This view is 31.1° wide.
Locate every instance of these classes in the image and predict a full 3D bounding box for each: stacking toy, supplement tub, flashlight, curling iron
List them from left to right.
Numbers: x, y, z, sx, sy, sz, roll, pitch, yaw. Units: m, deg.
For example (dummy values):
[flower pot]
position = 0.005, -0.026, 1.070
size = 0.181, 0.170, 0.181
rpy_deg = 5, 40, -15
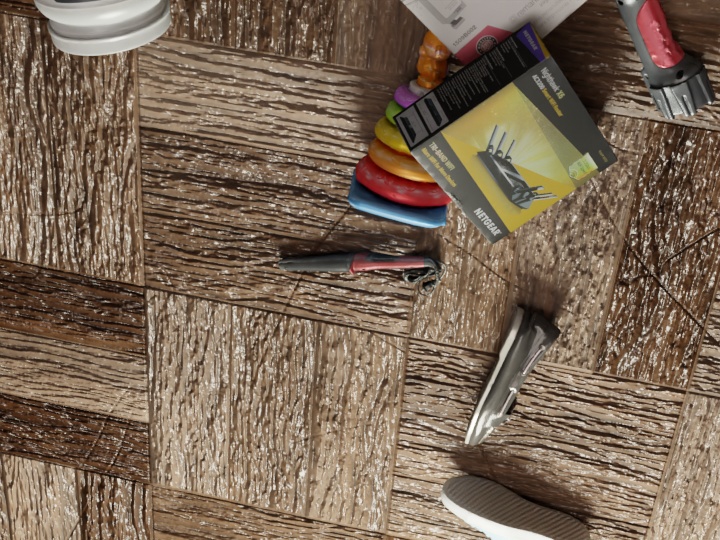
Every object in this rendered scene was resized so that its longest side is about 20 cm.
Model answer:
[supplement tub]
position = -0.261, -0.327, 1.256
size = 0.139, 0.141, 0.202
rpy_deg = 2, 124, 13
[curling iron]
position = 0.000, 0.000, 1.481
size = 0.198, 0.026, 0.050
rpy_deg = 4, 122, 13
[stacking toy]
position = 0.061, -0.154, 1.328
size = 0.109, 0.116, 0.202
rpy_deg = 14, 112, -2
[flashlight]
position = 0.280, -0.239, 1.221
size = 0.067, 0.068, 0.201
rpy_deg = -28, 115, 9

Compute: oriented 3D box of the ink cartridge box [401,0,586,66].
[ink cartridge box]
position = 0.103, -0.299, 1.214
size = 0.200, 0.083, 0.146
rpy_deg = 42, 124, -15

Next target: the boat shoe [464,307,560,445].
[boat shoe]
position = 0.174, 0.135, 1.504
size = 0.056, 0.067, 0.201
rpy_deg = 22, 123, 5

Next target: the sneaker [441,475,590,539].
[sneaker]
position = 0.185, 0.330, 1.630
size = 0.198, 0.074, 0.082
rpy_deg = 24, 123, -1

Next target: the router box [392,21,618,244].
[router box]
position = 0.145, -0.127, 1.259
size = 0.157, 0.053, 0.200
rpy_deg = -34, 143, 12
